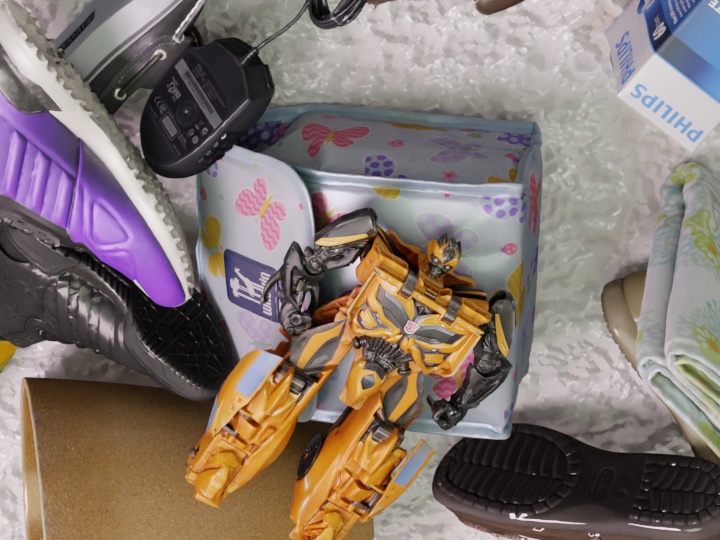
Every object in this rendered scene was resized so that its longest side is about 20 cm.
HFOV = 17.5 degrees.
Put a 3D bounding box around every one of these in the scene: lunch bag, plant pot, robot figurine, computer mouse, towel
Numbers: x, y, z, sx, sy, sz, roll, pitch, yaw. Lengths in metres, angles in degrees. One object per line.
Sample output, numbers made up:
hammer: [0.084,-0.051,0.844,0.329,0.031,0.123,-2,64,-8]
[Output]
lunch bag: [0.000,0.000,1.365,0.200,0.127,0.170,7,116,11]
plant pot: [-0.099,0.152,1.418,0.200,0.186,0.187,-4,117,-13]
robot figurine: [-0.004,0.063,1.295,0.145,0.058,0.200,30,113,-14]
computer mouse: [-0.049,-0.123,1.296,0.200,0.059,0.034,-41,151,21]
towel: [0.231,0.047,1.338,0.048,0.200,0.171,-32,112,30]

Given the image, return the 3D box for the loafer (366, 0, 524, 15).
loafer: [0.083,-0.183,1.309,0.200,0.073,0.071,1,126,7]

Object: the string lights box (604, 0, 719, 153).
string lights box: [0.221,-0.172,1.285,0.059,0.103,0.200,34,113,-15]

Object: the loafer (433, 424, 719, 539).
loafer: [0.135,0.149,1.422,0.200,0.073,0.071,9,139,33]

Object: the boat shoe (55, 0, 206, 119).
boat shoe: [-0.126,-0.126,1.339,0.066,0.070,0.200,39,112,-24]

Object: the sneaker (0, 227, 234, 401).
sneaker: [-0.172,0.017,1.386,0.200,0.060,0.104,43,136,-8]

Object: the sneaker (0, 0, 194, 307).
sneaker: [-0.175,-0.048,1.308,0.099,0.070,0.200,-33,112,5]

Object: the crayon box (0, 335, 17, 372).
crayon box: [-0.312,0.062,1.375,0.200,0.058,0.119,5,128,-52]

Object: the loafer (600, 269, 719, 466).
loafer: [0.225,0.076,1.420,0.067,0.076,0.200,-33,111,23]
